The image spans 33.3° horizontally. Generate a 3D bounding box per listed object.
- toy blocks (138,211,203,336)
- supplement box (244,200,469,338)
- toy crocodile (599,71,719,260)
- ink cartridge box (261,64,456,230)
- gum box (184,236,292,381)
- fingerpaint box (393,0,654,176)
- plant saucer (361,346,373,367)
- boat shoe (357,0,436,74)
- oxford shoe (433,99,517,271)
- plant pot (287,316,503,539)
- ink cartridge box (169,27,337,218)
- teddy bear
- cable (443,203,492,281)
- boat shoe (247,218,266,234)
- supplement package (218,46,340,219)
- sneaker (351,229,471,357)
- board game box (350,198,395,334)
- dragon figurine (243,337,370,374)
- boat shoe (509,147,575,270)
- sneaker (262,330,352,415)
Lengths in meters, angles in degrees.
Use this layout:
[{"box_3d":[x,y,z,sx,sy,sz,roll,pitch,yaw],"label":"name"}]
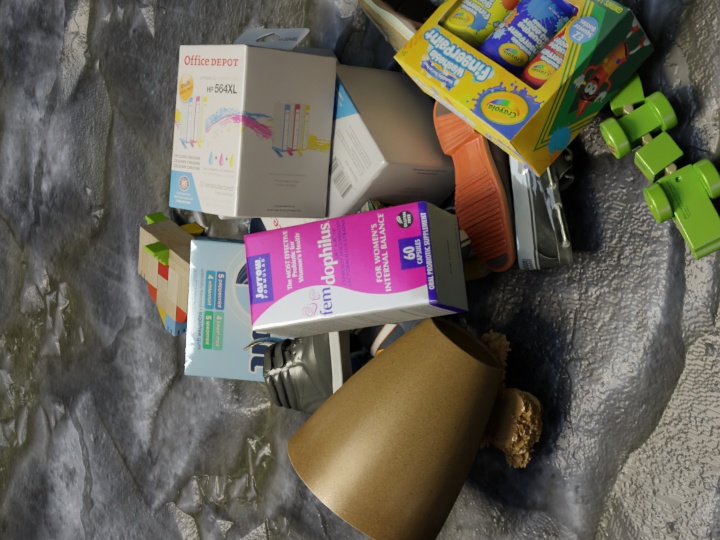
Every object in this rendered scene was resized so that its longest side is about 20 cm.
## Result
[{"box_3d":[-0.249,0.024,1.680,0.200,0.100,0.137,34,128,39],"label":"toy blocks"},{"box_3d":[-0.005,0.003,1.207,0.199,0.103,0.102,-10,80,22],"label":"supplement box"},{"box_3d":[0.287,-0.103,1.145,0.067,0.062,0.201,-30,74,5],"label":"toy crocodile"},{"box_3d":[-0.006,-0.108,1.372,0.200,0.146,0.147,-49,58,36],"label":"ink cartridge box"},{"box_3d":[-0.112,0.051,1.486,0.199,0.045,0.171,4,98,5],"label":"gum box"},{"box_3d":[0.156,-0.215,1.187,0.167,0.073,0.200,-47,47,3],"label":"fingerpaint box"},{"box_3d":[0.027,0.106,1.451,0.070,0.019,0.201,42,122,35],"label":"plant saucer"},{"box_3d":[0.060,-0.255,1.355,0.200,0.071,0.076,46,135,32],"label":"boat shoe"},{"box_3d":[0.141,-0.099,1.278,0.071,0.073,0.201,-20,80,48],"label":"oxford shoe"},{"box_3d":[0.053,0.153,1.245,0.186,0.186,0.201,43,105,34],"label":"plant pot"},{"box_3d":[-0.115,-0.161,1.288,0.128,0.125,0.201,11,99,47],"label":"ink cartridge box"},{"box_3d":[0.131,0.136,1.326,0.199,0.066,0.146,3,90,52],"label":"teddy bear"},{"box_3d":[0.072,-0.003,1.360,0.200,0.050,0.098,-35,70,30],"label":"cable"},{"box_3d":[-0.110,0.019,1.544,0.084,0.068,0.201,-29,74,42],"label":"boat shoe"},{"box_3d":[-0.104,-0.168,1.488,0.200,0.117,0.118,-44,63,37],"label":"supplement package"},{"box_3d":[0.069,0.035,1.305,0.080,0.078,0.200,54,136,10],"label":"sneaker"},{"box_3d":[0.000,0.000,1.356,0.200,0.104,0.024,-49,46,35],"label":"board game box"},{"box_3d":[-0.039,0.128,1.410,0.059,0.199,0.100,-60,13,27],"label":"dragon figurine"},{"box_3d":[0.189,-0.100,1.244,0.063,0.071,0.201,-6,80,13],"label":"boat shoe"},{"box_3d":[-0.063,0.076,1.327,0.099,0.071,0.201,3,112,12],"label":"sneaker"}]
